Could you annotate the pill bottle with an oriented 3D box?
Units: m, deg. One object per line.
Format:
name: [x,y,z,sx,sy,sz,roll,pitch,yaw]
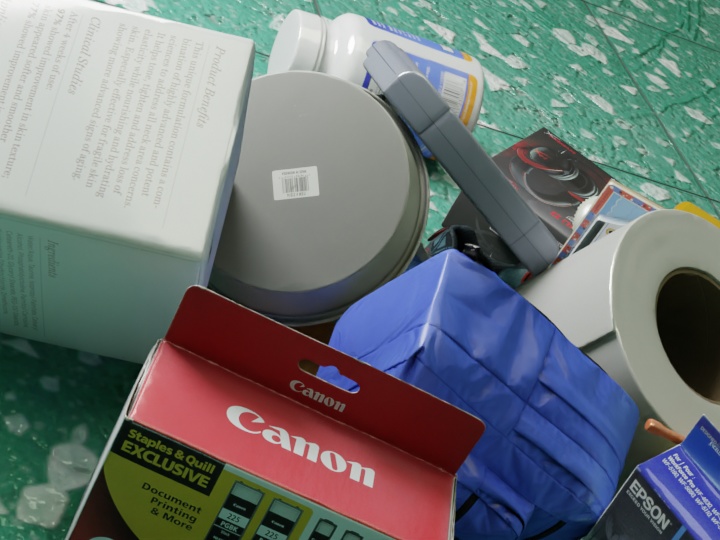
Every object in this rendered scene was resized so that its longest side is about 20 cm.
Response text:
pill bottle: [0.013,-0.187,1.419,0.198,0.113,0.113,16,33,-21]

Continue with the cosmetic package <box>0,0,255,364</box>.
cosmetic package: [-0.185,-0.059,0.925,0.198,0.167,0.169,13,60,-4]

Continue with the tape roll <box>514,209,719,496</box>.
tape roll: [0.218,0.072,1.108,0.201,0.139,0.205,17,59,-30]

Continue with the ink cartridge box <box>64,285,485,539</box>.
ink cartridge box: [-0.051,0.131,0.827,0.198,0.176,0.084,24,30,-7]

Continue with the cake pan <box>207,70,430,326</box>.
cake pan: [-0.048,-0.060,1.057,0.200,0.201,0.037,37,-12,13]

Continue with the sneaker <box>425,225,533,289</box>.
sneaker: [0.126,0.038,1.194,0.199,0.096,0.079,37,31,13]

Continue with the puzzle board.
puzzle board: [0.233,0.023,1.218,0.150,0.201,0.017,28,50,0]

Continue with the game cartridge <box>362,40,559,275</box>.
game cartridge: [0.081,-0.089,1.134,0.200,0.041,0.133,48,11,-22]

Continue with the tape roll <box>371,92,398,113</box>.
tape roll: [-0.064,-0.126,1.219,0.200,0.038,0.203,-2,1,0]

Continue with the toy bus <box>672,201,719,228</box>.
toy bus: [0.299,0.003,1.410,0.065,0.079,0.200,35,31,11]

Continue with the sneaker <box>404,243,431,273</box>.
sneaker: [-0.001,0.000,1.130,0.111,0.202,0.077,-28,19,-25]

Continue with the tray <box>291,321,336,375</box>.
tray: [-0.071,0.084,1.021,0.098,0.037,0.200,34,31,8]

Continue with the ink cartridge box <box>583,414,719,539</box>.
ink cartridge box: [0.185,0.196,0.906,0.039,0.201,0.100,-1,40,-41]

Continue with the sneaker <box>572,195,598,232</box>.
sneaker: [0.264,0.026,1.261,0.069,0.099,0.201,-38,106,-21]

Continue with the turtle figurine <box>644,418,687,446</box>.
turtle figurine: [0.219,0.172,0.992,0.199,0.162,0.064,25,15,-39]

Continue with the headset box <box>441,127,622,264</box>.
headset box: [0.181,-0.048,1.390,0.148,0.075,0.200,38,32,14]

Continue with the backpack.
backpack: [0.074,0.115,0.972,0.199,0.162,0.169,35,59,-19]
